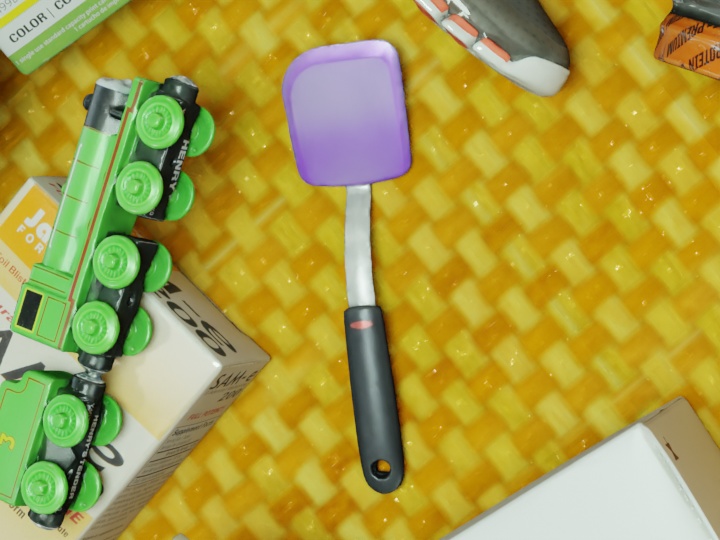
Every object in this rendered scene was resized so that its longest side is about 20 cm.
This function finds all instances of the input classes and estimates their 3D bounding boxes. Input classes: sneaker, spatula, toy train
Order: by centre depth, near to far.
[{"bbox_3d":[-0.116,0.010,0.966,0.056,0.042,0.202,19,94,24],"label":"toy train"},{"bbox_3d":[0.034,-0.165,0.973,0.082,0.077,0.200,-41,82,7],"label":"sneaker"},{"bbox_3d":[0.000,0.000,1.014,0.056,0.021,0.202,-5,91,15],"label":"spatula"}]

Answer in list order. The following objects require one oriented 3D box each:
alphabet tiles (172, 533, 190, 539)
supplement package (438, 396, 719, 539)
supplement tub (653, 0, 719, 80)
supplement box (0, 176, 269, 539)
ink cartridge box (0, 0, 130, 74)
[{"bbox_3d":[-0.022,0.225,0.926,0.167,0.008,0.201,33,136,38],"label":"alphabet tiles"},{"bbox_3d":[0.075,0.155,0.949,0.199,0.117,0.118,-34,82,16],"label":"supplement package"},{"bbox_3d":[0.192,-0.165,0.900,0.122,0.122,0.202,19,98,15],"label":"supplement tub"},{"bbox_3d":[-0.155,0.072,1.035,0.126,0.073,0.200,42,102,11],"label":"supplement box"},{"bbox_3d":[-0.151,-0.210,0.977,0.147,0.076,0.200,-34,115,14],"label":"ink cartridge box"}]
